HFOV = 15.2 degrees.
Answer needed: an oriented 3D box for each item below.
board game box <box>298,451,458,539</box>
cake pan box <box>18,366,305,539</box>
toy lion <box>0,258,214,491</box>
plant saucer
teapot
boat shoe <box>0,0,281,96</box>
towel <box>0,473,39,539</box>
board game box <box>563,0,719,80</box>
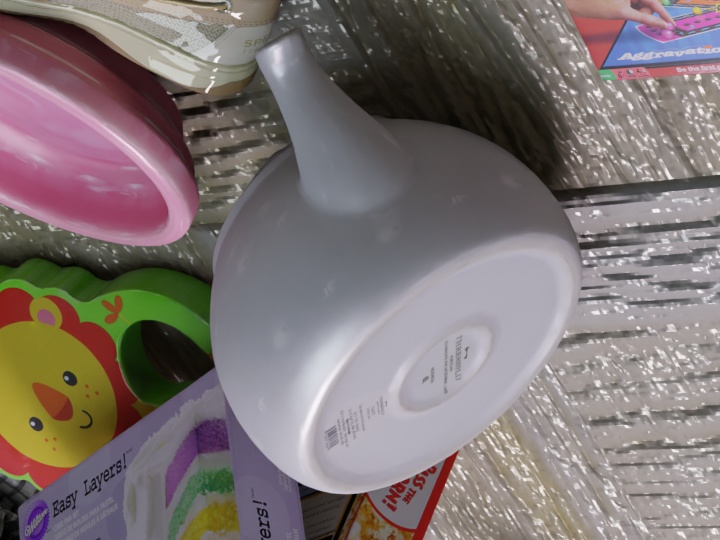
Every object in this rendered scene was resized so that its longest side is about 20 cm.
[{"bbox_3d":[-0.034,0.169,1.473,0.046,0.201,0.151,40,142,-20],"label":"board game box"},{"bbox_3d":[-0.105,0.173,1.412,0.052,0.185,0.200,19,142,-37],"label":"cake pan box"},{"bbox_3d":[-0.140,0.066,1.513,0.192,0.069,0.200,47,128,-2],"label":"toy lion"},{"bbox_3d":[-0.165,-0.083,1.327,0.199,0.051,0.201,23,162,8],"label":"plant saucer"},{"bbox_3d":[0.000,0.000,1.291,0.146,0.197,0.201,49,117,29],"label":"teapot"},{"bbox_3d":[-0.131,-0.152,1.245,0.199,0.072,0.065,26,129,0],"label":"boat shoe"},{"bbox_3d":[-0.261,0.196,1.741,0.199,0.086,0.166,-17,128,43],"label":"towel"},{"bbox_3d":[0.174,-0.128,1.131,0.199,0.020,0.103,-2,135,33],"label":"board game box"}]
